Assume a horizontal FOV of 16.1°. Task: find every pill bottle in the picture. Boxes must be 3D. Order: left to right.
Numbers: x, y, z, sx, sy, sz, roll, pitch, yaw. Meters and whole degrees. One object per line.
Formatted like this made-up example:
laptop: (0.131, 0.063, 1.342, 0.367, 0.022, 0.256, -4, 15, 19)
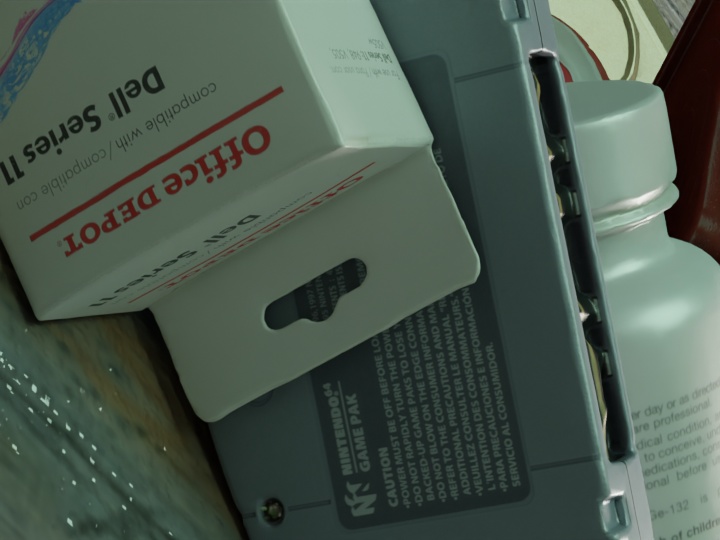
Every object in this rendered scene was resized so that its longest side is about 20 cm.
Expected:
pill bottle: (0.071, 0.043, 0.844, 0.114, 0.114, 0.200, -43, 124, -68)

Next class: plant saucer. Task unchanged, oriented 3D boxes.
plant saucer: (0.129, -0.033, 0.961, 0.037, 0.200, 0.200, 17, 56, -4)

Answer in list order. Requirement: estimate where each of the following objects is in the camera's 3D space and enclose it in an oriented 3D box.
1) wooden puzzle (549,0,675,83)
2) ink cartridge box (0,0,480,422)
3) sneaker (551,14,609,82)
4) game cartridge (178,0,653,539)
wooden puzzle: (0.081, -0.044, 1.074, 0.200, 0.046, 0.185, -38, 101, -42)
ink cartridge box: (-0.060, -0.063, 0.753, 0.200, 0.117, 0.067, 65, 23, 9)
sneaker: (0.017, -0.083, 0.950, 0.115, 0.078, 0.200, 4, 46, -31)
game cartridge: (0.009, 0.008, 0.782, 0.040, 0.133, 0.200, -7, 86, -67)
